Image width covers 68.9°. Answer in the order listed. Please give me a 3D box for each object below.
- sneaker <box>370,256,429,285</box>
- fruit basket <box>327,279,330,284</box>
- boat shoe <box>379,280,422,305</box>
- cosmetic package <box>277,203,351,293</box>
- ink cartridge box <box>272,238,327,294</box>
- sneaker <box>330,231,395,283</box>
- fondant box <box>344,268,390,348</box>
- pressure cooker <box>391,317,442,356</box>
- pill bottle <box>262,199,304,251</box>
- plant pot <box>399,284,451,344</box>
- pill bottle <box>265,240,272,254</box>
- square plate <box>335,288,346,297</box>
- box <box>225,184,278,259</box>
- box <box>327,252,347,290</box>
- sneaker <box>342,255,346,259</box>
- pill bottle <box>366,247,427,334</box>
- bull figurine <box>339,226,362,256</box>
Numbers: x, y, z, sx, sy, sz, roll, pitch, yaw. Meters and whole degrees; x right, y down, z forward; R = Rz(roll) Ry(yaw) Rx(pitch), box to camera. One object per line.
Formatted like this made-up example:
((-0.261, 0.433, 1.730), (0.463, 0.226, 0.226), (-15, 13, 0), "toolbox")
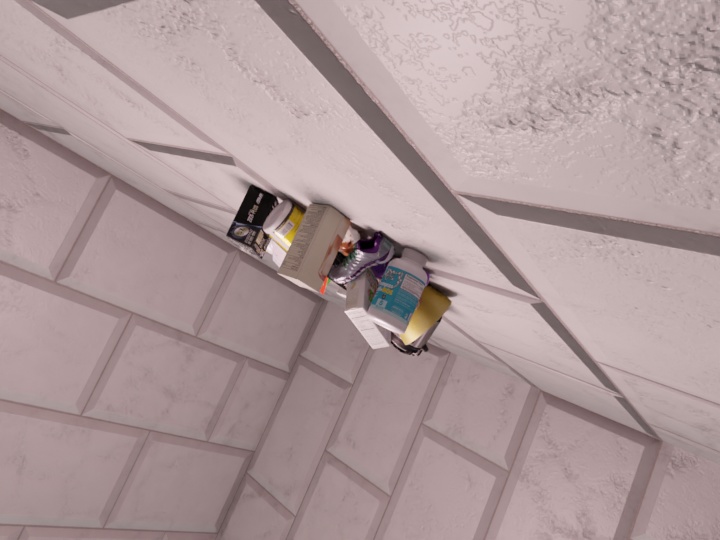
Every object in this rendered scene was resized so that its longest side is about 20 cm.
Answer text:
((0.112, -0.001, 1.458), (0.197, 0.082, 0.088), (22, 168, -17), "sneaker")
((-0.149, -0.008, 1.999), (0.213, 0.156, 0.217), (33, 158, 15), "fruit basket")
((0.108, 0.041, 1.566), (0.201, 0.071, 0.076), (53, 153, 20), "boat shoe")
((-0.116, -0.059, 1.333), (0.087, 0.203, 0.102), (32, 169, -39), "cosmetic package")
((-0.191, -0.008, 1.622), (0.201, 0.057, 0.163), (48, 159, 10), "ink cartridge box")
((-0.010, -0.041, 1.361), (0.197, 0.075, 0.088), (-28, 131, 21), "sneaker")
((0.026, 0.100, 1.441), (0.057, 0.147, 0.201), (-11, 139, 20), "fondant box")
((0.175, 0.194, 1.853), (0.176, 0.202, 0.177), (24, -162, -28), "pressure cooker")
((-0.170, -0.093, 1.481), (0.200, 0.112, 0.111), (44, 164, -25), "pill bottle")
((0.168, 0.111, 1.650), (0.142, 0.199, 0.200), (48, 171, 0), "plant pot")
((-0.323, -0.120, 1.895), (0.198, 0.114, 0.111), (18, 169, 47), "pill bottle")
((0.042, 0.082, 1.909), (0.196, 0.029, 0.198), (-21, -152, -39), "square plate")
((-0.312, -0.139, 1.570), (0.085, 0.167, 0.200), (24, 172, 1), "box")
((-0.059, -0.002, 1.633), (0.199, 0.043, 0.161), (38, -164, -40), "box")
((0.000, 0.000, 1.570), (0.079, 0.085, 0.200), (-15, -157, -9), "sneaker")
((0.101, 0.048, 1.330), (0.109, 0.204, 0.111), (24, 171, 4), "pill bottle")
((-0.033, -0.077, 1.451), (0.120, 0.066, 0.200), (25, 170, 24), "bull figurine")
